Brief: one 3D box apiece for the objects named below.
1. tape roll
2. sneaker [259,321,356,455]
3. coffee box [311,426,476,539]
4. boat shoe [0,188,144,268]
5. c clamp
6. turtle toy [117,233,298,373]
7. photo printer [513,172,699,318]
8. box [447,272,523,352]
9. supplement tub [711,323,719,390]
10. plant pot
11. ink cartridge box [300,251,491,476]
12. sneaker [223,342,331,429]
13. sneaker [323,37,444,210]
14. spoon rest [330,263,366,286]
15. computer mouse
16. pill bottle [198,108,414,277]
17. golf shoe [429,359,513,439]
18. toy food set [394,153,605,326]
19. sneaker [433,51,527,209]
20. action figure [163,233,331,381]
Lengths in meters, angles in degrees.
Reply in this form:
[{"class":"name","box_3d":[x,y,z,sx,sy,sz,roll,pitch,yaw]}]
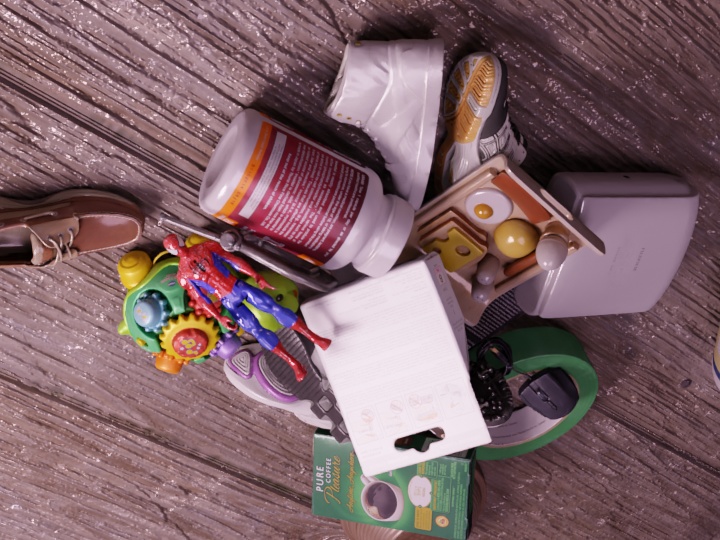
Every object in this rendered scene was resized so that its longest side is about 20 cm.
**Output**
[{"class":"tape roll","box_3d":[0.189,0.152,1.638,0.199,0.048,0.201,-13,140,-11]},{"class":"sneaker","box_3d":[-0.035,0.110,1.512,0.200,0.088,0.074,50,136,1]},{"class":"coffee box","box_3d":[0.040,0.256,1.643,0.199,0.044,0.124,7,116,13]},{"class":"boat shoe","box_3d":[-0.318,-0.033,1.358,0.199,0.072,0.076,-5,131,-10]},{"class":"c clamp","box_3d":[-0.099,-0.022,1.371,0.170,0.200,0.027,26,93,8]},{"class":"turtle toy","box_3d":[-0.165,0.041,1.439,0.199,0.101,0.146,-17,132,0]},{"class":"photo printer","box_3d":[0.280,-0.029,1.484,0.199,0.069,0.167,-2,122,-32]},{"class":"box","box_3d":[0.133,0.018,1.529,0.200,0.036,0.143,-39,136,17]},{"class":"supplement tub","box_3d":[0.504,0.061,1.595,0.144,0.145,0.201,-7,131,-8]},{"class":"plant pot","box_3d":[0.075,0.324,1.745,0.200,0.093,0.202,-8,131,-9]},{"class":"ink cartridge box","box_3d":[0.042,0.099,1.415,0.162,0.057,0.201,-20,96,28]},{"class":"sneaker","box_3d":[-0.071,0.149,1.571,0.199,0.075,0.100,20,146,-15]},{"class":"sneaker","box_3d":[0.019,-0.149,1.355,0.115,0.074,0.201,3,130,-2]},{"class":"spoon rest","box_3d":[0.000,0.000,1.474,0.099,0.061,0.201,0,130,-14]},{"class":"computer mouse","box_3d":[0.196,0.129,1.552,0.059,0.034,0.200,-38,137,20]},{"class":"pill bottle","box_3d":[-0.052,-0.071,1.345,0.199,0.113,0.113,26,120,-18]},{"class":"golf shoe","box_3d":[0.114,0.150,1.517,0.078,0.200,0.095,-41,119,-20]},{"class":"toy food set","box_3d":[0.135,-0.023,1.387,0.143,0.061,0.200,38,135,-20]},{"class":"sneaker","box_3d":[0.133,-0.146,1.383,0.087,0.076,0.200,-8,141,-16]},{"class":"action figure","box_3d":[-0.121,0.029,1.368,0.200,0.052,0.065,39,92,-9]}]
